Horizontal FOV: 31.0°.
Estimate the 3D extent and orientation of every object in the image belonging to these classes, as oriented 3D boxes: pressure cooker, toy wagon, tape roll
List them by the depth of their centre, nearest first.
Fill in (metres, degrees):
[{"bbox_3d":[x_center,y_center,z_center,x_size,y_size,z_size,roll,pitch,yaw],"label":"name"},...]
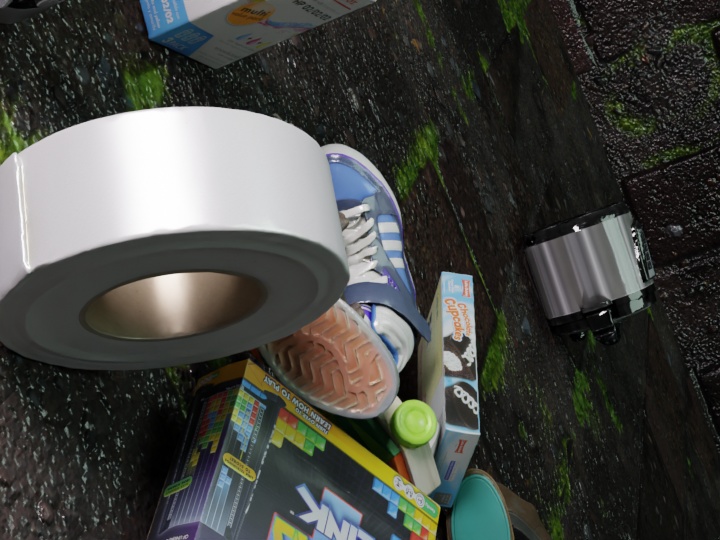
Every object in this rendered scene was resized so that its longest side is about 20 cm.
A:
[{"bbox_3d":[-0.109,-0.011,0.723,0.202,0.200,0.072,31,44,-60],"label":"tape roll"},{"bbox_3d":[-0.018,0.095,0.976,0.201,0.039,0.155,51,-27,11],"label":"toy wagon"},{"bbox_3d":[0.350,0.014,1.957,0.174,0.178,0.203,-17,89,-31],"label":"pressure cooker"}]

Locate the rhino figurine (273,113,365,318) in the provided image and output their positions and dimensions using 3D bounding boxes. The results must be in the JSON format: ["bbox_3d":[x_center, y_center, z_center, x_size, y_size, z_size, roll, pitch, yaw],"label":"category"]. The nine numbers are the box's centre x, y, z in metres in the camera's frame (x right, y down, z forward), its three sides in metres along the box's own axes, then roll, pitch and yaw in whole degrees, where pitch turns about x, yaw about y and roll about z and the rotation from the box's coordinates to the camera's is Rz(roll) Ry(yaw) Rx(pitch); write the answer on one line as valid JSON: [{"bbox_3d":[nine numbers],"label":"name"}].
[{"bbox_3d":[-0.051,-0.048,1.111,0.087,0.059,0.202,29,44,-59],"label":"rhino figurine"}]

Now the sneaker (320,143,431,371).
[{"bbox_3d":[0.000,0.000,1.170,0.147,0.080,0.202,-78,150,-62],"label":"sneaker"}]

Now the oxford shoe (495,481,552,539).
[{"bbox_3d":[0.185,0.296,1.415,0.201,0.072,0.085,56,22,-38],"label":"oxford shoe"}]

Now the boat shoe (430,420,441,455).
[{"bbox_3d":[0.021,0.184,1.104,0.202,0.064,0.075,-62,167,-59],"label":"boat shoe"}]

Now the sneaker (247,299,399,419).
[{"bbox_3d":[-0.052,0.033,0.900,0.199,0.072,0.080,34,3,14],"label":"sneaker"}]

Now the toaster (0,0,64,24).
[{"bbox_3d":[-0.192,-0.264,0.752,0.119,0.179,0.203,-25,97,-69],"label":"toaster"}]

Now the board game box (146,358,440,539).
[{"bbox_3d":[-0.040,0.181,0.835,0.200,0.056,0.167,40,44,-30],"label":"board game box"}]

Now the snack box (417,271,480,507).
[{"bbox_3d":[0.084,0.114,1.272,0.202,0.037,0.117,-88,-171,-45],"label":"snack box"}]

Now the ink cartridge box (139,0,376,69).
[{"bbox_3d":[-0.065,-0.236,1.033,0.115,0.198,0.069,8,65,-67],"label":"ink cartridge box"}]

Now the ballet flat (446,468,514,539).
[{"bbox_3d":[0.128,0.290,1.295,0.072,0.067,0.202,-128,-162,-86],"label":"ballet flat"}]
